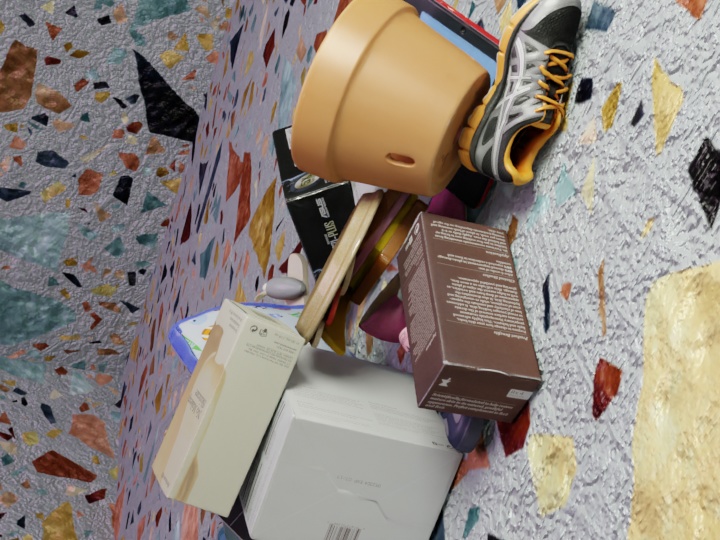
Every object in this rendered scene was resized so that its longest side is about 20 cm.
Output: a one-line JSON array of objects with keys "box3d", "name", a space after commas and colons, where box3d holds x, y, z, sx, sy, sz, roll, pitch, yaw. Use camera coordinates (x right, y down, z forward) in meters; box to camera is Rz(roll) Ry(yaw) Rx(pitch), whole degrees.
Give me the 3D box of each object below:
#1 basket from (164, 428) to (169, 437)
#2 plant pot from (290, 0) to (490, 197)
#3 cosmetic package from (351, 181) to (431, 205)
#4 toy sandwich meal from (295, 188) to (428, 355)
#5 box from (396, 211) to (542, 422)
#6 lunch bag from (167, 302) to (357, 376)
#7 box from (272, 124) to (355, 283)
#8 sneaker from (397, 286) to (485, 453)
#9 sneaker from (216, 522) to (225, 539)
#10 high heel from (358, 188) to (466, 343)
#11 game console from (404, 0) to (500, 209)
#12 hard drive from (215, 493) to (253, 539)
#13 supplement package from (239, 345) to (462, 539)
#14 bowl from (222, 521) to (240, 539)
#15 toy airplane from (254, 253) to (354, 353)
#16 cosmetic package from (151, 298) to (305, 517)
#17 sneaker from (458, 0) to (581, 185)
[{"box3d": [-0.196, 0.273, 1.714, 0.200, 0.149, 0.143, 142, 105, -83], "name": "basket"}, {"box3d": [0.040, -0.164, 1.150, 0.200, 0.140, 0.200, -58, -15, -25], "name": "plant pot"}, {"box3d": [0.059, -0.158, 1.391, 0.113, 0.081, 0.200, -101, 29, -46], "name": "cosmetic package"}, {"box3d": [0.000, 0.000, 1.216, 0.205, 0.070, 0.205, -63, 3, 6], "name": "toy sandwich meal"}, {"box3d": [0.101, 0.043, 1.105, 0.200, 0.100, 0.075, -96, 24, -46], "name": "box"}, {"box3d": [-0.122, 0.122, 1.405, 0.170, 0.200, 0.124, 42, 119, 49], "name": "lunch bag"}, {"box3d": [-0.049, -0.091, 1.556, 0.200, 0.086, 0.164, -105, -3, -54], "name": "box"}, {"box3d": [0.078, 0.095, 1.169, 0.070, 0.082, 0.200, 119, 155, -43], "name": "sneaker"}, {"box3d": [-0.171, 0.419, 1.757, 0.200, 0.078, 0.090, 121, 150, -48], "name": "sneaker"}, {"box3d": [0.058, -0.017, 1.278, 0.067, 0.096, 0.200, -167, 88, -73], "name": "high heel"}, {"box3d": [0.089, -0.189, 1.235, 0.200, 0.031, 0.177, 43, 126, 29], "name": "game console"}, {"box3d": [-0.070, 0.306, 1.266, 0.038, 0.200, 0.140, -50, -12, 7], "name": "hard drive"}, {"box3d": [-0.026, 0.194, 1.240, 0.200, 0.191, 0.147, -123, 52, -66], "name": "supplement package"}, {"box3d": [-0.078, 0.278, 1.428, 0.201, 0.105, 0.201, 3, -90, -67], "name": "bowl"}, {"box3d": [-0.097, 0.108, 1.604, 0.199, 0.141, 0.200, 112, 152, -44], "name": "toy airplane"}, {"box3d": [-0.139, 0.139, 1.181, 0.200, 0.071, 0.105, -67, 21, -1], "name": "cosmetic package"}, {"box3d": [0.168, -0.172, 1.096, 0.077, 0.078, 0.200, 44, 122, 43], "name": "sneaker"}]
